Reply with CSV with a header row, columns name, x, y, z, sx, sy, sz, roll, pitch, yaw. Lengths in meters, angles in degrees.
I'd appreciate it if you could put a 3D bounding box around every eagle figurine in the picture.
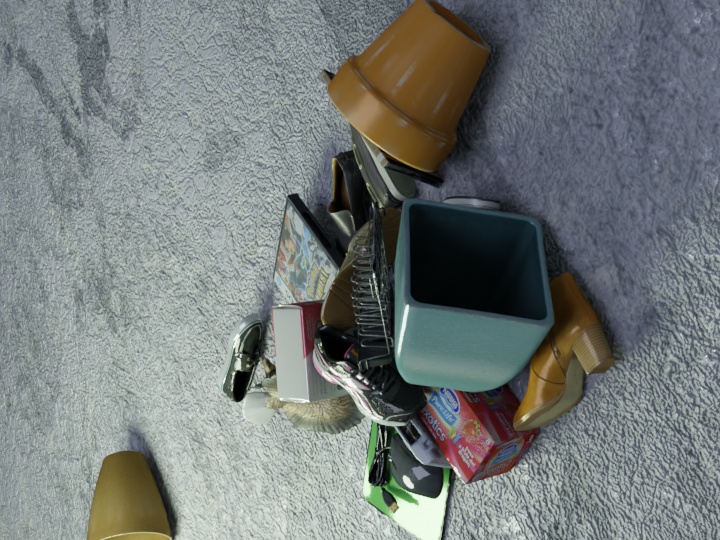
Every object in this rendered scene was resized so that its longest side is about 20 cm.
name,x,y,z,sx,sy,sz,roll,pitch,yaw
eagle figurine,-0.098,0.194,1.829,0.198,0.150,0.154,5,91,52

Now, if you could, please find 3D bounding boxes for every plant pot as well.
name,x,y,z,sx,sy,sz,roll,pitch,yaw
plant pot,-0.513,0.506,2.366,0.186,0.184,0.203,-43,49,44
plant pot,0.082,-0.275,1.529,0.184,0.198,0.201,-53,54,21
plant pot,0.133,0.054,1.461,0.202,0.192,0.199,104,172,-45

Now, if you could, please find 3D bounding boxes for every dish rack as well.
name,x,y,z,sx,sy,sz,roll,pitch,yaw
dish rack,0.015,0.017,1.457,0.202,0.053,0.155,80,-173,-45

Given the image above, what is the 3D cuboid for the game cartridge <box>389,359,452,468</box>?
name,x,y,z,sx,sy,sz,roll,pitch,yaw
game cartridge,0.077,0.212,1.624,0.040,0.133,0.201,-45,61,16

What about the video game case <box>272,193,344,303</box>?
name,x,y,z,sx,sy,sz,roll,pitch,yaw
video game case,-0.089,0.002,1.848,0.182,0.025,0.202,54,146,33

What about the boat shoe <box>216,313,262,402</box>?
name,x,y,z,sx,sy,sz,roll,pitch,yaw
boat shoe,-0.217,0.166,2.037,0.057,0.068,0.202,46,134,27

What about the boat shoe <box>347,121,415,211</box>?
name,x,y,z,sx,sy,sz,roll,pitch,yaw
boat shoe,0.017,-0.187,1.695,0.060,0.071,0.204,-38,68,41

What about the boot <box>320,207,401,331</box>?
name,x,y,z,sx,sy,sz,roll,pitch,yaw
boot,0.000,0.000,1.653,0.202,0.072,0.155,-62,6,-3

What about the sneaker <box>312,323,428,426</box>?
name,x,y,z,sx,sy,sz,roll,pitch,yaw
sneaker,0.003,0.146,1.541,0.198,0.081,0.087,27,154,24

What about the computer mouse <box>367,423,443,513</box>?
name,x,y,z,sx,sy,sz,roll,pitch,yaw
computer mouse,0.059,0.324,1.693,0.199,0.045,0.143,33,121,57

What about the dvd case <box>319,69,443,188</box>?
name,x,y,z,sx,sy,sz,roll,pitch,yaw
dvd case,0.031,-0.211,1.618,0.016,0.148,0.201,-46,59,21

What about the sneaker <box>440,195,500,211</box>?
name,x,y,z,sx,sy,sz,roll,pitch,yaw
sneaker,0.132,-0.026,1.558,0.201,0.076,0.149,-14,72,60

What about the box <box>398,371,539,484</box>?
name,x,y,z,sx,sy,sz,roll,pitch,yaw
box,0.150,0.193,1.556,0.201,0.098,0.096,54,131,32

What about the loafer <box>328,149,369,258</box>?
name,x,y,z,sx,sy,sz,roll,pitch,yaw
loafer,-0.025,-0.096,1.758,0.072,0.071,0.204,13,105,47

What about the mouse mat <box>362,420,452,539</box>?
name,x,y,z,sx,sy,sz,roll,pitch,yaw
mouse mat,0.072,0.337,1.742,0.199,0.007,0.164,24,112,46

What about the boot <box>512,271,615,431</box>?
name,x,y,z,sx,sy,sz,roll,pitch,yaw
boot,0.250,0.110,1.459,0.202,0.070,0.146,-50,51,37

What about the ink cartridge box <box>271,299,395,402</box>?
name,x,y,z,sx,sy,sz,roll,pitch,yaw
ink cartridge box,-0.036,0.117,1.698,0.082,0.198,0.150,-3,93,48
